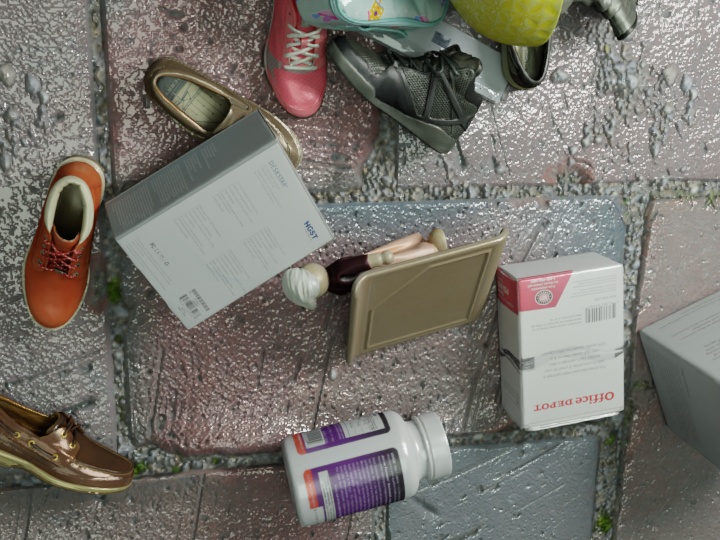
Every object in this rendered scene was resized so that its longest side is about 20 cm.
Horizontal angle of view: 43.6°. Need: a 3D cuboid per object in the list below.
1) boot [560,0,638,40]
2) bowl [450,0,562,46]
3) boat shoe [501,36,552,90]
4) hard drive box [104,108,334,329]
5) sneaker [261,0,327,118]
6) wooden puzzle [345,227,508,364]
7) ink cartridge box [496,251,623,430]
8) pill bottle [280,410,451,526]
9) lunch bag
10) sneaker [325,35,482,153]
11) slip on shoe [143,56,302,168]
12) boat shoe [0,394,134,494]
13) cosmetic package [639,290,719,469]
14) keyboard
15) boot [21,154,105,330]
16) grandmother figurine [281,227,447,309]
[{"bbox_3d":[0.263,-0.307,1.004,0.131,0.201,0.068,42,134,-16],"label":"boot"},{"bbox_3d":[0.125,-0.324,0.909,0.107,0.200,0.202,-7,106,-7],"label":"bowl"},{"bbox_3d":[0.191,-0.310,1.038,0.073,0.065,0.202,-14,104,-7],"label":"boat shoe"},{"bbox_3d":[-0.152,-0.054,0.997,0.199,0.077,0.156,-31,131,-2],"label":"hard drive box"},{"bbox_3d":[-0.069,-0.265,0.982,0.073,0.087,0.202,-3,106,-11],"label":"sneaker"},{"bbox_3d":[0.072,0.028,1.065,0.198,0.037,0.186,-19,151,-15],"label":"wooden puzzle"},{"bbox_3d":[0.256,0.089,1.154,0.144,0.085,0.202,-8,105,-11],"label":"ink cartridge box"},{"bbox_3d":[0.008,0.240,1.123,0.198,0.111,0.113,-13,107,-9],"label":"pill bottle"},{"bbox_3d":[0.017,-0.327,0.944,0.199,0.077,0.162,-15,103,-45],"label":"lunch bag"},{"bbox_3d":[0.059,-0.224,1.008,0.199,0.077,0.114,30,116,-27],"label":"sneaker"},{"bbox_3d":[-0.150,-0.166,1.002,0.199,0.061,0.076,36,95,-21],"label":"slip on shoe"},{"bbox_3d":[-0.356,0.203,1.051,0.199,0.072,0.068,24,101,-15],"label":"boat shoe"},{"bbox_3d":[0.497,0.144,1.163,0.166,0.200,0.168,-24,109,-5],"label":"cosmetic package"},{"bbox_3d":[0.092,-0.264,1.061,0.199,0.011,0.057,23,93,-18],"label":"keyboard"},{"bbox_3d":[-0.328,-0.020,0.980,0.074,0.107,0.202,11,104,-17],"label":"boot"},{"bbox_3d":[0.000,0.000,1.060,0.198,0.122,0.061,-13,65,-24],"label":"grandmother figurine"}]
